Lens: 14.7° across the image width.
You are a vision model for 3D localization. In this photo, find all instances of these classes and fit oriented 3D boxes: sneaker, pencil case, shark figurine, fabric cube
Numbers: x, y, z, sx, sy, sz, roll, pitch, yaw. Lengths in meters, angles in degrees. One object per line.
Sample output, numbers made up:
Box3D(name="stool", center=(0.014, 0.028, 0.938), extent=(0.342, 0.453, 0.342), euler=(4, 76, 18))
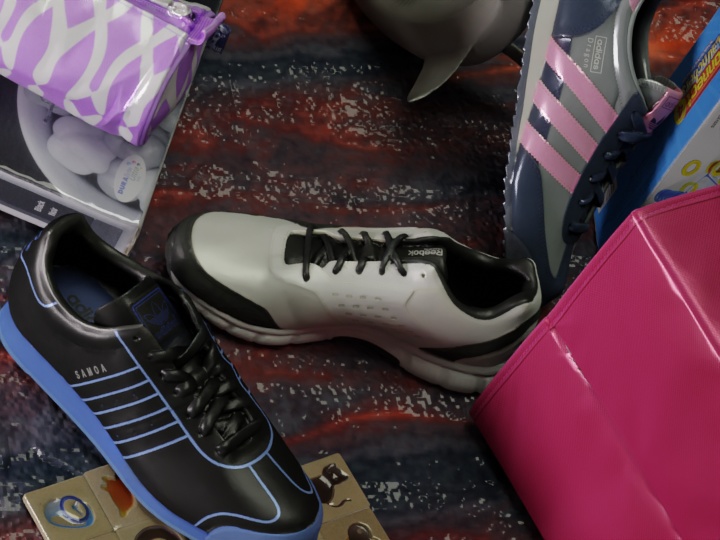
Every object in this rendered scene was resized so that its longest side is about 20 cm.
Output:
Box3D(name="sneaker", center=(0.124, -0.074, 1.472), extent=(0.082, 0.200, 0.070), euler=(10, 10, 16))
Box3D(name="sneaker", center=(-0.092, 0.056, 1.334), extent=(0.200, 0.078, 0.070), euler=(40, 48, 11))
Box3D(name="pencil case", center=(-0.167, -0.140, 1.391), extent=(0.200, 0.086, 0.084), euler=(27, 51, -2))
Box3D(name="shark figurine", center=(0.051, -0.133, 1.487), extent=(0.128, 0.214, 0.090), euler=(42, 72, -3))
Box3D(name="sneaker", center=(0.000, 0.000, 1.427), extent=(0.200, 0.080, 0.074), euler=(13, 53, -15))
Box3D(name="fabric cube", center=(0.211, 0.082, 1.387), extent=(0.196, 0.200, 0.199), euler=(-16, 66, -34))

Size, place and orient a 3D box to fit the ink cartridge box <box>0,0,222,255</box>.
Box3D(name="ink cartridge box", center=(-0.184, -0.121, 1.454), extent=(0.200, 0.043, 0.198), euler=(22, 50, -8))

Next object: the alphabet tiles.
Box3D(name="alphabet tiles", center=(-0.067, 0.156, 1.327), extent=(0.200, 0.006, 0.166), euler=(-17, 64, -34))

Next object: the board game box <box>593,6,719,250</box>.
Box3D(name="board game box", center=(0.255, -0.062, 1.512), extent=(0.196, 0.200, 0.056), euler=(11, 52, -17))
